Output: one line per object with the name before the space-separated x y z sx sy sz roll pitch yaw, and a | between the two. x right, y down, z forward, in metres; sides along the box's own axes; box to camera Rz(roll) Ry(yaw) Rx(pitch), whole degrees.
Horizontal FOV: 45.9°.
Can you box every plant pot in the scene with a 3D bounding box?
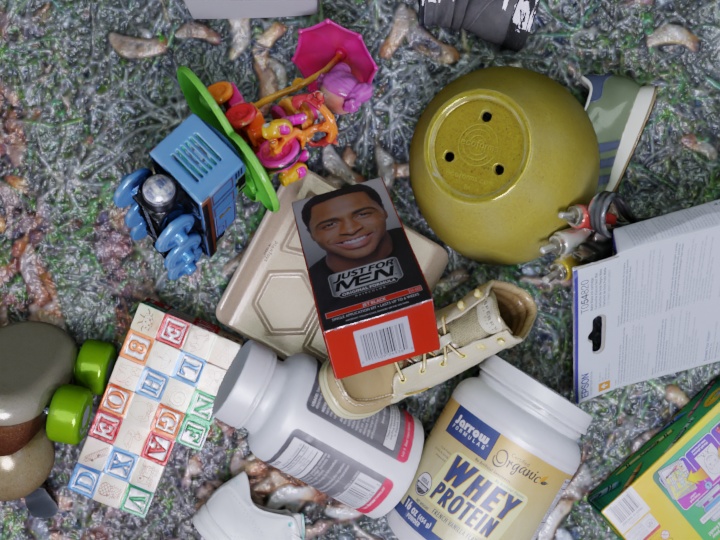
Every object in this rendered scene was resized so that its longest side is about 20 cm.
plant pot | 0.127 -0.108 0.822 0.195 0.142 0.205 0 90 19

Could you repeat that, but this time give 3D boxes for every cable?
cable | 0.255 -0.045 0.848 0.050 0.197 0.099 34 125 37

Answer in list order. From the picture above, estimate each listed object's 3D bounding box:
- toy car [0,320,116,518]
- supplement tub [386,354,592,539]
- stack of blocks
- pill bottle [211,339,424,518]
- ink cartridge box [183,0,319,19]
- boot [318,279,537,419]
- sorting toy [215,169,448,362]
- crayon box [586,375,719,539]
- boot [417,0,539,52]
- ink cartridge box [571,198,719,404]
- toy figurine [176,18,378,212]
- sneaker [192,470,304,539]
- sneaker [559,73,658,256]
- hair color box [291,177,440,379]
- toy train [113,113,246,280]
toy car | -0.355 0.169 0.875 0.160 0.159 0.204 12 117 -4
supplement tub | 0.130 0.199 0.849 0.143 0.144 0.203 30 90 0
stack of blocks | -0.210 0.146 0.887 0.113 0.059 0.204 23 90 -6
pill bottle | -0.043 0.153 0.845 0.198 0.111 0.112 31 90 -14
ink cartridge box | -0.111 -0.347 0.822 0.141 0.200 0.151 -1 90 -2
boot | 0.067 0.072 0.800 0.154 0.198 0.074 -32 75 39
sorting toy | -0.029 0.016 0.907 0.197 0.036 0.188 29 90 -5
crayon box | 0.353 0.225 0.892 0.199 0.058 0.119 -42 90 0
boot | 0.134 -0.335 0.864 0.129 0.070 0.204 17 108 0
ink cartridge box | 0.296 0.031 0.843 0.196 0.041 0.202 -15 132 -3
toy figurine | -0.059 -0.170 0.846 0.182 0.200 0.152 -33 134 -11
sneaker | -0.080 0.300 0.891 0.200 0.075 0.089 45 78 1
sneaker | 0.233 -0.112 0.895 0.088 0.067 0.204 24 95 15
hair color box | 0.000 0.000 0.793 0.099 0.202 0.062 -16 128 -3
toy train | -0.168 -0.064 0.830 0.087 0.200 0.114 45 75 6
